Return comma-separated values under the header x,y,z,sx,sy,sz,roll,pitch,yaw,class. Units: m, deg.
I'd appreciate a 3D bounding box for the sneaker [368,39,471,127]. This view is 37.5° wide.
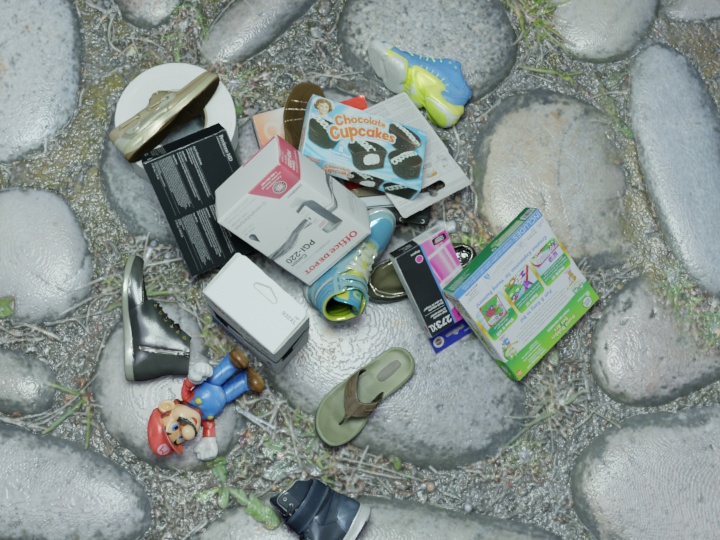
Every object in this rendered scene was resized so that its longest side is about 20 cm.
x,y,z,sx,sy,sz,roll,pitch,yaw,class
0.108,-0.338,1.820,0.200,0.076,0.105,45,66,1,sneaker

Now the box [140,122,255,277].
x,y,z,sx,sy,sz,roll,pitch,yaw,class
-0.246,-0.113,1.689,0.141,0.079,0.201,-22,110,-6,box

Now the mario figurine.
x,y,z,sx,sy,sz,roll,pitch,yaw,class
-0.239,0.217,1.640,0.200,0.106,0.124,-40,83,-13,mario figurine

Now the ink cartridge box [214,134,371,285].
x,y,z,sx,sy,sz,roll,pitch,yaw,class
-0.103,-0.089,1.632,0.146,0.200,0.085,-40,36,22,ink cartridge box

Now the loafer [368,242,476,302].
x,y,z,sx,sy,sz,roll,pitch,yaw,class
0.098,-0.006,1.730,0.199,0.070,0.076,-20,78,-8,loafer

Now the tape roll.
x,y,z,sx,sy,sz,roll,pitch,yaw,class
-0.305,-0.239,1.765,0.201,0.071,0.204,1,76,-3,tape roll

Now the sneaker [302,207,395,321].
x,y,z,sx,sy,sz,roll,pitch,yaw,class
0.000,0.000,1.671,0.079,0.131,0.200,35,99,-28,sneaker

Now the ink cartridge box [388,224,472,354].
x,y,z,sx,sy,sz,roll,pitch,yaw,class
0.126,0.035,1.687,0.094,0.037,0.201,-31,116,-9,ink cartridge box

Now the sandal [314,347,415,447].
x,y,z,sx,sy,sz,roll,pitch,yaw,class
0.004,0.192,1.682,0.080,0.057,0.201,44,78,8,sandal

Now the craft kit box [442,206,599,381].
x,y,z,sx,sy,sz,roll,pitch,yaw,class
0.259,0.037,1.697,0.200,0.048,0.198,-43,109,-12,craft kit box

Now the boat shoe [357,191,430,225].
x,y,z,sx,sy,sz,roll,pitch,yaw,class
0.021,-0.094,1.735,0.199,0.069,0.057,-5,96,-9,boat shoe

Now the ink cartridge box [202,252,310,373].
x,y,z,sx,sy,sz,roll,pitch,yaw,class
-0.157,0.070,1.630,0.145,0.200,0.084,40,77,7,ink cartridge box

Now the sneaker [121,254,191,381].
x,y,z,sx,sy,sz,roll,pitch,yaw,class
-0.324,0.074,1.693,0.106,0.075,0.201,-2,85,-9,sneaker

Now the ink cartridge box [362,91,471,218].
x,y,z,sx,sy,sz,roll,pitch,yaw,class
0.064,-0.184,1.753,0.161,0.050,0.200,-28,78,-31,ink cartridge box

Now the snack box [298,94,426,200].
x,y,z,sx,sy,sz,roll,pitch,yaw,class
0.004,-0.195,1.682,0.199,0.037,0.117,16,60,-14,snack box

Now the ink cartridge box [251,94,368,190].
x,y,z,sx,sy,sz,roll,pitch,yaw,class
-0.065,-0.202,1.766,0.199,0.050,0.163,-17,78,-4,ink cartridge box

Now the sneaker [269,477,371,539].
x,y,z,sx,sy,sz,roll,pitch,yaw,class
-0.093,0.413,1.605,0.146,0.077,0.203,33,67,-6,sneaker

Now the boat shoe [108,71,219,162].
x,y,z,sx,sy,sz,roll,pitch,yaw,class
-0.313,-0.259,1.700,0.200,0.072,0.065,-42,83,-6,boat shoe

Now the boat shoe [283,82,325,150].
x,y,z,sx,sy,sz,roll,pitch,yaw,class
-0.092,-0.208,1.720,0.073,0.063,0.201,4,69,-4,boat shoe

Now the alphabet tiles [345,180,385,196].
x,y,z,sx,sy,sz,roll,pitch,yaw,class
-0.053,-0.144,1.785,0.199,0.015,0.196,31,77,5,alphabet tiles
